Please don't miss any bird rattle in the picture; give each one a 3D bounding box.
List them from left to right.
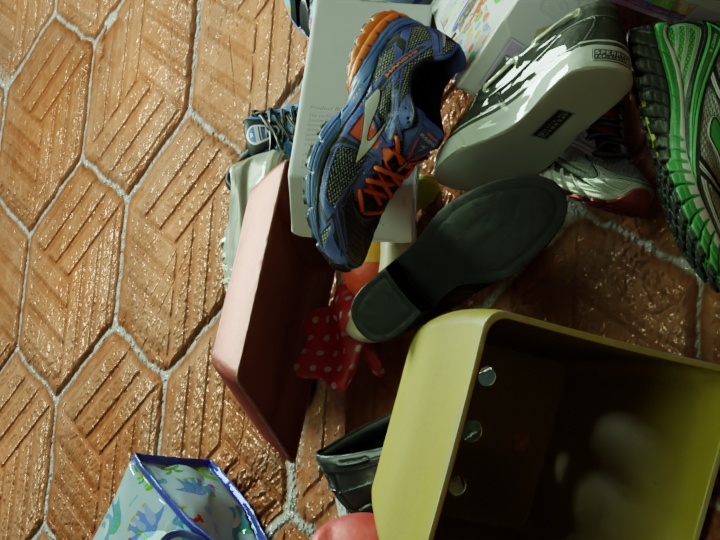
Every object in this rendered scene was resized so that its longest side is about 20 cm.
[{"bbox_3d":[0.000,0.000,1.492,0.163,0.112,0.201,172,112,-72],"label":"bird rattle"}]

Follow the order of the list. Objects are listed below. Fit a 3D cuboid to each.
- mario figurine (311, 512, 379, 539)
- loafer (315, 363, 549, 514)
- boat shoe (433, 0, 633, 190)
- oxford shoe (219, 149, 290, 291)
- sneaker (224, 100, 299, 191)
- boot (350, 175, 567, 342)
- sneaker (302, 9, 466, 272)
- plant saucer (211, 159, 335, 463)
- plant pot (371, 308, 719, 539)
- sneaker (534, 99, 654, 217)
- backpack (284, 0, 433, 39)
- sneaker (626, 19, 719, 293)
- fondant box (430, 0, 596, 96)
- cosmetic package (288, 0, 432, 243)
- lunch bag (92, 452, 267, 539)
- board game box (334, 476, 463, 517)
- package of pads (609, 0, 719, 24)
[{"bbox_3d":[-0.003,0.263,1.423,0.123,0.106,0.200,46,137,11],"label":"mario figurine"},{"bbox_3d":[0.055,0.118,1.386,0.200,0.071,0.068,-34,18,18],"label":"loafer"},{"bbox_3d":[0.122,-0.120,1.276,0.200,0.070,0.064,-35,47,47],"label":"boat shoe"},{"bbox_3d":[-0.097,-0.008,1.608,0.057,0.075,0.202,3,88,15],"label":"oxford shoe"},{"bbox_3d":[-0.058,-0.120,1.662,0.200,0.089,0.079,-45,46,38],"label":"sneaker"},{"bbox_3d":[0.100,-0.023,1.343,0.188,0.200,0.069,-44,84,26],"label":"boot"},{"bbox_3d":[0.018,-0.094,1.299,0.078,0.075,0.201,12,79,31],"label":"sneaker"},{"bbox_3d":[-0.075,0.037,1.530,0.036,0.200,0.201,5,66,16],"label":"plant saucer"},{"bbox_3d":[0.113,0.131,1.250,0.176,0.199,0.201,19,95,68],"label":"plant pot"},{"bbox_3d":[0.162,-0.109,1.348,0.082,0.077,0.200,-59,38,22],"label":"sneaker"},{"bbox_3d":[0.023,-0.283,1.558,0.183,0.134,0.201,47,117,51],"label":"backpack"},{"bbox_3d":[0.241,-0.076,1.214,0.078,0.085,0.202,48,-151,-83],"label":"sneaker"},{"bbox_3d":[0.124,-0.220,1.388,0.145,0.058,0.200,-55,17,20],"label":"fondant box"},{"bbox_3d":[0.002,-0.122,1.430,0.074,0.101,0.201,90,-174,-50],"label":"cosmetic package"},{"bbox_3d":[-0.164,0.294,1.657,0.200,0.127,0.171,44,113,38],"label":"lunch bag"},{"bbox_3d":[0.042,0.228,1.445,0.126,0.034,0.201,-47,44,37],"label":"board game box"},{"bbox_3d":[0.191,-0.240,1.241,0.076,0.199,0.121,-49,39,42],"label":"package of pads"}]
